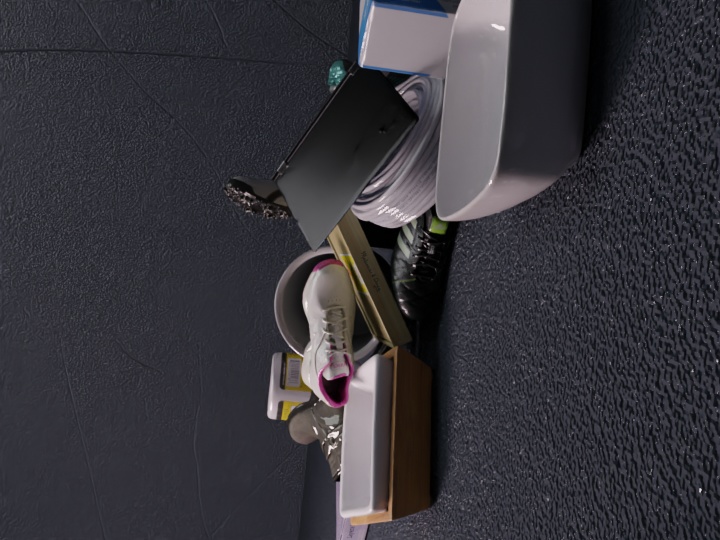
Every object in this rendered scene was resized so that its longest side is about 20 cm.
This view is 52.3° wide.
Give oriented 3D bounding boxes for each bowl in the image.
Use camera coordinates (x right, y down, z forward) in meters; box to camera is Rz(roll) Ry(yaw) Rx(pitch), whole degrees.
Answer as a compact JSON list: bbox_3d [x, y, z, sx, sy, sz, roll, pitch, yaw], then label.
[{"bbox_3d":[0.119,-0.142,0.579,0.200,0.073,0.203,151,123,-82],"label":"bowl"}]

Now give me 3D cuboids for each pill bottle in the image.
[{"bbox_3d":[-0.055,0.202,1.243,0.111,0.197,0.113,-174,90,-84],"label":"pill bottle"}]

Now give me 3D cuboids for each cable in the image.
[{"bbox_3d":[0.057,-0.141,0.845,0.199,0.069,0.202,-33,35,50],"label":"cable"}]

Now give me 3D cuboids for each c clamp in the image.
[{"bbox_3d":[0.028,0.129,1.090,0.171,0.027,0.200,-53,-4,-23],"label":"c clamp"}]

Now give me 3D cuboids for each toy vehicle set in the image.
[{"bbox_3d":[0.000,0.000,0.951,0.202,0.026,0.124,65,171,-7],"label":"toy vehicle set"}]

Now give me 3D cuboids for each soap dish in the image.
[{"bbox_3d":[0.032,0.212,0.920,0.157,0.080,0.203,131,146,-63],"label":"soap dish"}]

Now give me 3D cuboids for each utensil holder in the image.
[{"bbox_3d":[-0.026,0.045,1.134,0.200,0.167,0.173,-19,-64,-81],"label":"utensil holder"}]

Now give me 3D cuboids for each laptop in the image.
[{"bbox_3d":[-0.004,-0.144,0.868,0.188,0.116,0.200,-49,-7,21],"label":"laptop"}]

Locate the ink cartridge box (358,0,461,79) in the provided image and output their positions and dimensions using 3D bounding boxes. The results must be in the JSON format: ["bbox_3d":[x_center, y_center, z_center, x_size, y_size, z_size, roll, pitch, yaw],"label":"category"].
[{"bbox_3d":[0.074,-0.307,0.791,0.085,0.142,0.202,105,169,-53],"label":"ink cartridge box"}]

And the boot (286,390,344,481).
[{"bbox_3d":[-0.050,0.252,1.082,0.201,0.067,0.132,-57,43,49],"label":"boot"}]

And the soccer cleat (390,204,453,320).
[{"bbox_3d":[0.079,-0.039,0.883,0.081,0.067,0.203,-161,78,-77],"label":"soccer cleat"}]

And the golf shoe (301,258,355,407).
[{"bbox_3d":[-0.033,0.086,0.956,0.092,0.074,0.203,-128,35,-57],"label":"golf shoe"}]

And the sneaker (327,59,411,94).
[{"bbox_3d":[0.035,-0.253,1.022,0.077,0.199,0.092,13,82,44],"label":"sneaker"}]

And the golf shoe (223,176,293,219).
[{"bbox_3d":[-0.096,-0.113,1.019,0.077,0.198,0.096,5,84,51],"label":"golf shoe"}]

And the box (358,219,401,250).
[{"bbox_3d":[0.037,-0.108,1.118,0.200,0.105,0.151,-153,68,-84],"label":"box"}]

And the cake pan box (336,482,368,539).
[{"bbox_3d":[-0.013,0.400,1.361,0.185,0.052,0.202,-90,9,-55],"label":"cake pan box"}]
